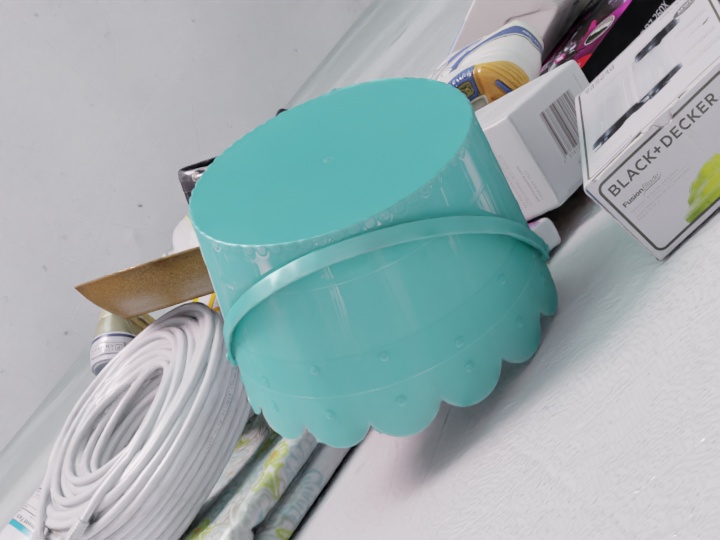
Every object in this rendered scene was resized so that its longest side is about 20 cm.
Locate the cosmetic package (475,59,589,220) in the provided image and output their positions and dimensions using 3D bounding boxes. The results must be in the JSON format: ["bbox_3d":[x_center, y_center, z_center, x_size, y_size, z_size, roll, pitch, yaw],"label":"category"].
[{"bbox_3d":[0.073,-0.062,1.187,0.199,0.072,0.101,-25,11,45],"label":"cosmetic package"}]

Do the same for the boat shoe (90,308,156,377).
[{"bbox_3d":[-0.161,0.089,1.448,0.071,0.200,0.063,-8,60,20],"label":"boat shoe"}]

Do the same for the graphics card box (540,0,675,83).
[{"bbox_3d":[0.174,-0.148,1.285,0.200,0.051,0.125,-51,10,-25],"label":"graphics card box"}]

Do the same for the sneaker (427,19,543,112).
[{"bbox_3d":[0.067,-0.117,1.289,0.199,0.075,0.088,-27,24,43],"label":"sneaker"}]

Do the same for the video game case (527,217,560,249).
[{"bbox_3d":[0.026,0.025,1.171,0.181,0.024,0.200,-31,5,-16],"label":"video game case"}]

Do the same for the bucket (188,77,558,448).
[{"bbox_3d":[0.003,-0.011,1.001,0.205,0.136,0.208,-17,30,10],"label":"bucket"}]

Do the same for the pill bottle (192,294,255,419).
[{"bbox_3d":[-0.093,0.063,1.403,0.113,0.113,0.200,-43,17,22],"label":"pill bottle"}]

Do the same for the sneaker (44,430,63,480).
[{"bbox_3d":[-0.216,0.207,1.303,0.081,0.076,0.202,100,176,-71],"label":"sneaker"}]

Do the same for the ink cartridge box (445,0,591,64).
[{"bbox_3d":[0.147,-0.210,1.408,0.200,0.067,0.117,-40,-20,-57],"label":"ink cartridge box"}]

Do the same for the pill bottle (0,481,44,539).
[{"bbox_3d":[-0.223,0.215,1.400,0.200,0.111,0.111,-51,10,-16],"label":"pill bottle"}]

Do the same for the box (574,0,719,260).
[{"bbox_3d":[0.186,-0.093,0.983,0.117,0.060,0.200,-44,10,17],"label":"box"}]

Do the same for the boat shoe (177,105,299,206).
[{"bbox_3d":[-0.038,-0.086,1.209,0.199,0.068,0.072,-21,9,20],"label":"boat shoe"}]

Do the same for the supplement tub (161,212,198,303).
[{"bbox_3d":[-0.103,-0.036,1.764,0.200,0.145,0.145,-48,10,0],"label":"supplement tub"}]

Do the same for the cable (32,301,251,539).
[{"bbox_3d":[-0.152,0.120,1.218,0.200,0.069,0.200,-47,22,13],"label":"cable"}]

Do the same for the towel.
[{"bbox_3d":[-0.077,0.154,1.191,0.200,0.048,0.171,-54,11,-33],"label":"towel"}]

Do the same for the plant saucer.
[{"bbox_3d":[-0.112,-0.001,1.265,0.198,0.036,0.200,-17,1,0],"label":"plant saucer"}]
